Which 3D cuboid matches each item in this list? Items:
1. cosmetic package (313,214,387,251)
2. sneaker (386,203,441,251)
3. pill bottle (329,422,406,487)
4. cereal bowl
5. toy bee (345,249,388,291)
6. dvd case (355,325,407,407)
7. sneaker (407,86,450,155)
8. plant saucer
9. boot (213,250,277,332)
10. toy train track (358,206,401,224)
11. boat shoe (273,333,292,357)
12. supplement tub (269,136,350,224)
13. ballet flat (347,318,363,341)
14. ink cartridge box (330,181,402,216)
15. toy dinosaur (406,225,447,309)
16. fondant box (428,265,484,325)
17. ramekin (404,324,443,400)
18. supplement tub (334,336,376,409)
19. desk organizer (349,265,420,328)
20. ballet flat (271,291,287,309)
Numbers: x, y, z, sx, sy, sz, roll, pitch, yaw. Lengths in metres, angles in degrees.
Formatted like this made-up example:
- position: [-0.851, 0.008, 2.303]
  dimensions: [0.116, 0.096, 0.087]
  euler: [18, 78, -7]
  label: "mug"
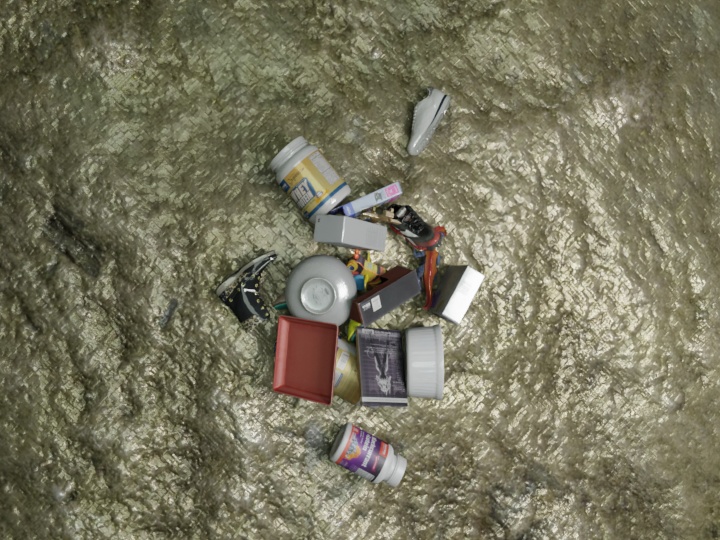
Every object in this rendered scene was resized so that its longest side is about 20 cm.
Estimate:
- position: [-0.024, -0.098, 1.582]
  dimensions: [0.100, 0.198, 0.073]
  euler: [6, 88, 36]
  label: "cosmetic package"
- position: [0.138, -0.122, 1.605]
  dimensions: [0.071, 0.200, 0.098]
  euler: [-45, 137, -7]
  label: "sneaker"
- position: [0.024, 0.515, 1.641]
  dimensions: [0.198, 0.111, 0.113]
  euler: [28, 88, -5]
  label: "pill bottle"
- position: [-0.107, 0.062, 1.560]
  dimensions: [0.196, 0.083, 0.205]
  euler: [0, 94, 4]
  label: "cereal bowl"
- position: [0.000, 0.000, 1.628]
  dimensions: [0.196, 0.110, 0.132]
  euler: [-1, 48, -22]
  label: "toy bee"
- position: [0.055, 0.251, 1.549]
  dimensions: [0.147, 0.016, 0.204]
  euler: [10, 65, -34]
  label: "dvd case"
- position: [0.177, -0.420, 1.679]
  dimensions: [0.080, 0.076, 0.202]
  euler: [30, 83, 6]
  label: "sneaker"
- position: [-0.135, 0.226, 1.525]
  dimensions: [0.197, 0.036, 0.204]
  euler: [5, 90, 35]
  label: "plant saucer"
- position: [-0.281, 0.056, 1.627]
  dimensions: [0.202, 0.073, 0.155]
  euler: [-36, 91, 3]
  label: "boot"
- position: [0.039, -0.148, 1.596]
  dimensions: [0.113, 0.199, 0.033]
  euler: [12, 83, -21]
  label: "toy train track"
- position: [-0.155, 0.169, 1.632]
  dimensions: [0.200, 0.091, 0.071]
  euler: [-41, 94, -4]
  label: "boat shoe"
- position: [-0.137, -0.244, 1.605]
  dimensions: [0.144, 0.145, 0.201]
  euler: [-41, 94, -4]
  label: "supplement tub"
- position: [0.011, 0.120, 1.629]
  dimensions: [0.067, 0.067, 0.199]
  euler: [38, 49, 16]
  label: "ballet flat"
- position: [0.013, -0.181, 1.632]
  dimensions: [0.197, 0.119, 0.043]
  euler: [-22, 90, -5]
  label: "ink cartridge box"
- position: [0.205, -0.023, 1.643]
  dimensions: [0.103, 0.201, 0.184]
  euler: [2, 122, -20]
  label: "toy dinosaur"
- position: [0.255, 0.062, 1.616]
  dimensions: [0.058, 0.200, 0.146]
  euler: [29, 88, -4]
  label: "fondant box"
- position: [0.170, 0.249, 1.615]
  dimensions: [0.096, 0.200, 0.205]
  euler: [0, 90, 2]
  label: "ramekin"
- position: [-0.025, 0.276, 1.610]
  dimensions: [0.197, 0.145, 0.147]
  euler: [27, 88, -5]
  label: "supplement tub"
- position: [0.058, 0.064, 1.574]
  dimensions: [0.198, 0.076, 0.073]
  euler: [-29, 118, -28]
  label: "desk organizer"
- position: [-0.152, 0.062, 1.653]
  dimensions: [0.196, 0.068, 0.069]
  euler: [-8, 72, -11]
  label: "ballet flat"
